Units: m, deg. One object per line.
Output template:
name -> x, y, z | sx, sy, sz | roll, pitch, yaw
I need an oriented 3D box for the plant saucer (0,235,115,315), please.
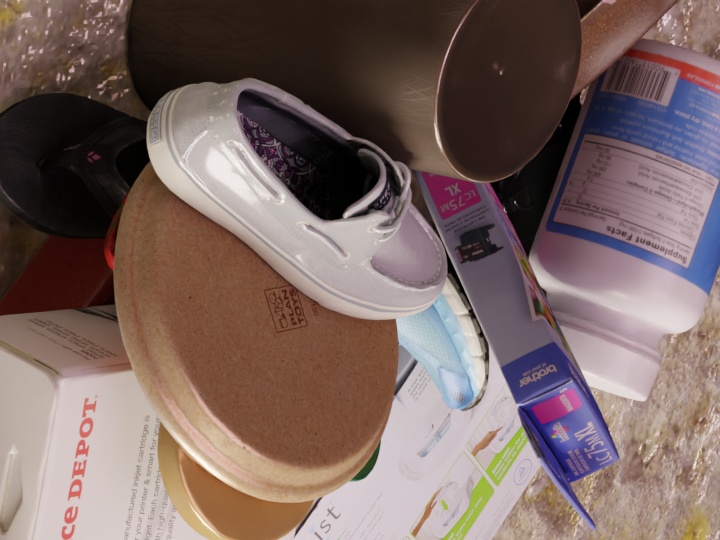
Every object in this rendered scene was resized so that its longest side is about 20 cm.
plant saucer -> -0.129, 0.063, 1.414 | 0.200, 0.037, 0.200 | -54, 140, -14

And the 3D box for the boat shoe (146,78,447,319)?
boat shoe -> -0.015, -0.034, 1.272 | 0.201, 0.071, 0.070 | 32, 59, -38

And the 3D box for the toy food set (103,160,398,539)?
toy food set -> -0.052, 0.026, 1.303 | 0.198, 0.049, 0.201 | -36, 101, -48

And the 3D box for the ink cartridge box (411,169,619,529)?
ink cartridge box -> 0.092, 0.037, 1.438 | 0.042, 0.201, 0.119 | -24, 149, 7

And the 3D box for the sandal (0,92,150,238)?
sandal -> -0.106, -0.047, 1.337 | 0.200, 0.048, 0.076 | 16, 67, -37

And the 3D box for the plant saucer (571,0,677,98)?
plant saucer -> 0.135, -0.143, 1.502 | 0.037, 0.200, 0.200 | 47, 66, -5

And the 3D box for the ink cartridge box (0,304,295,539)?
ink cartridge box -> -0.121, 0.097, 1.344 | 0.200, 0.084, 0.145 | -5, 112, -49

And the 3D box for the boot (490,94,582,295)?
boot -> 0.133, -0.043, 1.642 | 0.198, 0.073, 0.163 | -35, 127, -35

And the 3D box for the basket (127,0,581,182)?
basket -> 0.005, -0.130, 1.336 | 0.181, 0.200, 0.136 | -57, 141, -12

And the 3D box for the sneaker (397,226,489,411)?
sneaker -> 0.000, 0.000, 1.452 | 0.090, 0.200, 0.078 | -37, -177, 7

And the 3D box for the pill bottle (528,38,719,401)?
pill bottle -> 0.167, -0.029, 1.547 | 0.112, 0.112, 0.201 | 26, 83, -52

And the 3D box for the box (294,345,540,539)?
box -> 0.012, 0.115, 1.556 | 0.200, 0.096, 0.177 | -55, 140, -13
